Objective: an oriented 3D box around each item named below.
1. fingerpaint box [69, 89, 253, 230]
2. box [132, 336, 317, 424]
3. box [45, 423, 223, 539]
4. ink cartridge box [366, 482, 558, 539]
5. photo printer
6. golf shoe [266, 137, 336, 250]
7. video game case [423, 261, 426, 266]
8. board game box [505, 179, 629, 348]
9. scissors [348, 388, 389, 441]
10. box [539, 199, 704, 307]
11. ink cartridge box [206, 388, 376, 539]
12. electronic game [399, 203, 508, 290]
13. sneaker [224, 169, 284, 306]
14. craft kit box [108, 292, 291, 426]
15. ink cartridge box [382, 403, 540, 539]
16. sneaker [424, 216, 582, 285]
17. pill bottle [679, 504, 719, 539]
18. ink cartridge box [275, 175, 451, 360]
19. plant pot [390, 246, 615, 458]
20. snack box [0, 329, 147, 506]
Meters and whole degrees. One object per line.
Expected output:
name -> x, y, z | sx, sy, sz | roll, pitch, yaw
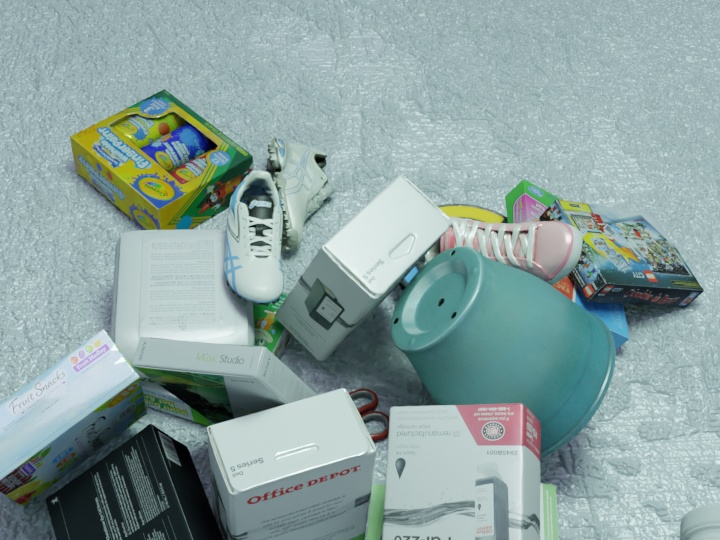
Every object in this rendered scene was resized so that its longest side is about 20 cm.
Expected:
fingerpaint box -> -0.275, -0.149, 1.487 | 0.167, 0.074, 0.200 | -34, 58, -31
box -> -0.120, 0.126, 1.089 | 0.144, 0.200, 0.036 | 3, 63, 25
box -> -0.214, 0.278, 1.053 | 0.141, 0.079, 0.200 | -34, 52, 5
ink cartridge box -> 0.107, 0.287, 1.130 | 0.199, 0.048, 0.146 | 8, 47, -1
photo printer -> -0.209, 0.042, 1.259 | 0.165, 0.070, 0.201 | -2, 47, -9
golf shoe -> -0.078, -0.108, 1.468 | 0.097, 0.078, 0.201 | 2, 48, -10
video game case -> 0.172, 0.041, 1.382 | 0.199, 0.022, 0.183 | 12, 47, 6
board game box -> 0.262, -0.006, 1.370 | 0.153, 0.040, 0.201 | 23, 44, -24
scissors -> -0.050, 0.201, 1.222 | 0.200, 0.014, 0.073 | -28, 58, -26
box -> 0.336, -0.020, 1.374 | 0.199, 0.038, 0.137 | 4, 49, -37
ink cartridge box -> -0.070, 0.223, 1.069 | 0.145, 0.201, 0.084 | -14, 50, -18
electronic game -> 0.136, -0.014, 1.385 | 0.199, 0.042, 0.201 | 3, 47, -3
sneaker -> -0.123, -0.040, 1.255 | 0.071, 0.073, 0.201 | 2, 44, -11
craft kit box -> -0.198, 0.086, 1.296 | 0.199, 0.049, 0.198 | 15, 51, 10
ink cartridge box -> 0.100, 0.239, 1.057 | 0.145, 0.085, 0.201 | -4, 68, 20
sneaker -> 0.155, -0.023, 1.242 | 0.104, 0.200, 0.076 | 16, 76, -35
pill bottle -> 0.360, 0.339, 1.056 | 0.112, 0.112, 0.201 | 10, 47, 5
ink cartridge box -> 0.000, 0.000, 1.235 | 0.084, 0.200, 0.145 | 44, 59, 3
plant pot -> 0.142, 0.079, 1.170 | 0.188, 0.200, 0.201 | 39, 40, -27
snack box -> -0.305, 0.155, 1.090 | 0.168, 0.200, 0.068 | -37, 82, -19
